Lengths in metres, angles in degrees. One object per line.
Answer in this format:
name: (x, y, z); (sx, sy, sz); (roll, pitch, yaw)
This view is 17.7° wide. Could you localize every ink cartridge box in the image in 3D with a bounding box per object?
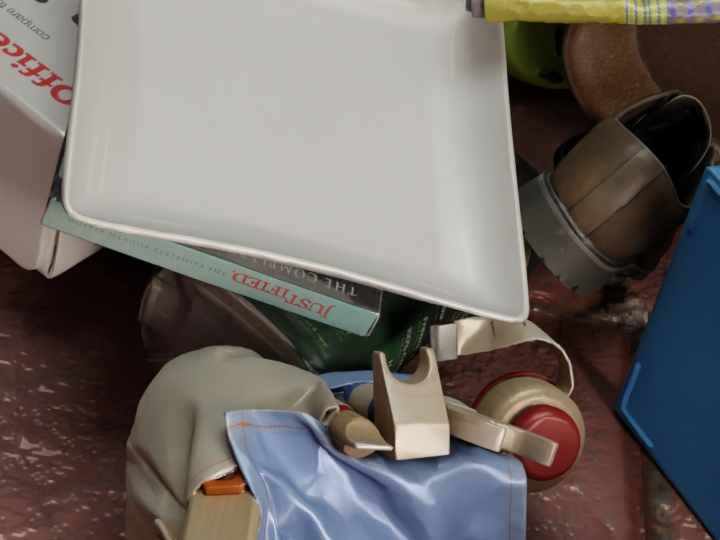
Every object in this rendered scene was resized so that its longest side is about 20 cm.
ink cartridge box: (-0.119, -0.103, 1.071); (0.145, 0.084, 0.200); (36, 45, 22)

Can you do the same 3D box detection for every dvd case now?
dvd case: (-0.049, -0.075, 0.995); (0.145, 0.022, 0.201); (20, 49, -13)

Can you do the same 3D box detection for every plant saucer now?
plant saucer: (0.190, -0.076, 1.101); (0.200, 0.201, 0.037); (26, 69, 17)

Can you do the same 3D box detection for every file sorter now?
file sorter: (0.226, 0.064, 0.984); (0.122, 0.139, 0.200); (-8, 42, -28)

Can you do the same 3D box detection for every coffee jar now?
coffee jar: (0.000, 0.000, 1.039); (0.104, 0.086, 0.200); (39, 45, 17)

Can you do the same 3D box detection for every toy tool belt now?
toy tool belt: (0.012, 0.087, 0.895); (0.199, 0.126, 0.123); (-7, 14, -18)

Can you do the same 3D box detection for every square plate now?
square plate: (-0.029, -0.072, 0.969); (0.197, 0.028, 0.201); (14, 49, -19)

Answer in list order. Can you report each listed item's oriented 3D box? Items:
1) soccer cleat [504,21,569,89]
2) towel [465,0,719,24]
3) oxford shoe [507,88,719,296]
soccer cleat: (0.132, -0.153, 1.299); (0.083, 0.065, 0.200); (13, 34, 41)
towel: (0.141, -0.151, 1.048); (0.199, 0.023, 0.144); (0, 33, 3)
oxford shoe: (0.131, -0.042, 1.049); (0.073, 0.084, 0.200); (50, 17, -1)
